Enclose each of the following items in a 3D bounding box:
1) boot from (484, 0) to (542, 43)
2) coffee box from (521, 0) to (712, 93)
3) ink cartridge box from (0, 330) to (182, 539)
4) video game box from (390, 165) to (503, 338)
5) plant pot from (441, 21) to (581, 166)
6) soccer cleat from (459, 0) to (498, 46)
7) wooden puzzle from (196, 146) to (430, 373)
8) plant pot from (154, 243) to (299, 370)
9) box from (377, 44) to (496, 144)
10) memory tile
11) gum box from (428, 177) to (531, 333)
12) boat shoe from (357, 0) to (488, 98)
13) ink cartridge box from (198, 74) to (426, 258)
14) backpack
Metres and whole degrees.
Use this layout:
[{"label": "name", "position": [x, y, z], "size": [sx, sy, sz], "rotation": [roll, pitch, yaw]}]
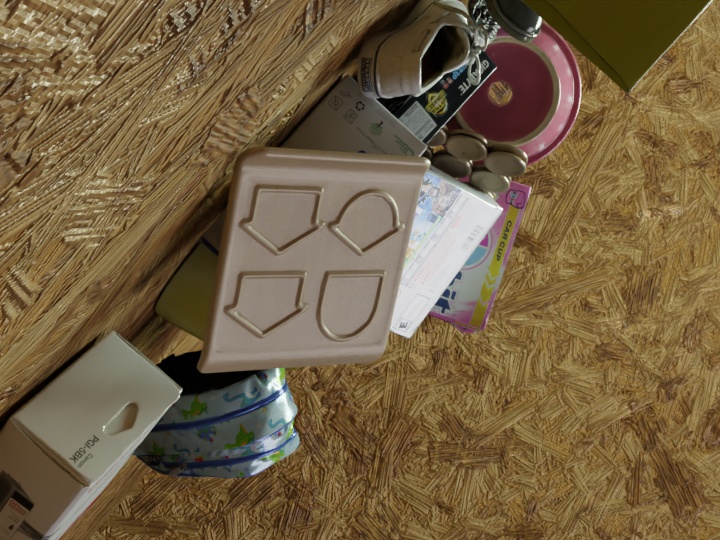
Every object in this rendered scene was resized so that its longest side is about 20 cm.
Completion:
[{"label": "boot", "position": [0.206, -0.346, 1.196], "size": [0.200, 0.072, 0.183], "rotation": [-41, -145, 44]}, {"label": "coffee box", "position": [0.231, -0.303, 1.041], "size": [0.200, 0.200, 0.198], "rotation": [-49, 178, 24]}, {"label": "ink cartridge box", "position": [-0.255, 0.163, 1.008], "size": [0.200, 0.083, 0.147], "rotation": [-49, 179, 35]}, {"label": "video game box", "position": [0.044, -0.029, 1.404], "size": [0.182, 0.047, 0.200], "rotation": [22, 109, -44]}, {"label": "plant pot", "position": [0.171, -0.215, 1.458], "size": [0.200, 0.200, 0.179], "rotation": [-49, -177, 10]}, {"label": "soccer cleat", "position": [0.126, -0.288, 1.358], "size": [0.073, 0.068, 0.200], "rotation": [-22, -164, 28]}, {"label": "wooden puzzle", "position": [-0.043, -0.011, 1.011], "size": [0.184, 0.046, 0.201], "rotation": [0, 115, -36]}, {"label": "plant pot", "position": [-0.080, 0.012, 1.176], "size": [0.200, 0.142, 0.200], "rotation": [-49, 179, -1]}, {"label": "box", "position": [0.027, -0.145, 1.234], "size": [0.200, 0.046, 0.159], "rotation": [-25, -161, 53]}, {"label": "memory tile", "position": [0.085, -0.136, 1.420], "size": [0.153, 0.199, 0.017], "rotation": [126, -17, -66]}, {"label": "gum box", "position": [0.127, -0.027, 1.531], "size": [0.066, 0.113, 0.201], "rotation": [170, -61, -87]}, {"label": "boat shoe", "position": [0.076, -0.201, 1.085], "size": [0.202, 0.086, 0.075], "rotation": [-39, 132, -56]}, {"label": "ink cartridge box", "position": [-0.042, -0.067, 1.070], "size": [0.200, 0.099, 0.039], "rotation": [-48, -179, -9]}, {"label": "backpack", "position": [-0.152, 0.143, 1.244], "size": [0.163, 0.154, 0.200], "rotation": [-18, 173, -46]}]
